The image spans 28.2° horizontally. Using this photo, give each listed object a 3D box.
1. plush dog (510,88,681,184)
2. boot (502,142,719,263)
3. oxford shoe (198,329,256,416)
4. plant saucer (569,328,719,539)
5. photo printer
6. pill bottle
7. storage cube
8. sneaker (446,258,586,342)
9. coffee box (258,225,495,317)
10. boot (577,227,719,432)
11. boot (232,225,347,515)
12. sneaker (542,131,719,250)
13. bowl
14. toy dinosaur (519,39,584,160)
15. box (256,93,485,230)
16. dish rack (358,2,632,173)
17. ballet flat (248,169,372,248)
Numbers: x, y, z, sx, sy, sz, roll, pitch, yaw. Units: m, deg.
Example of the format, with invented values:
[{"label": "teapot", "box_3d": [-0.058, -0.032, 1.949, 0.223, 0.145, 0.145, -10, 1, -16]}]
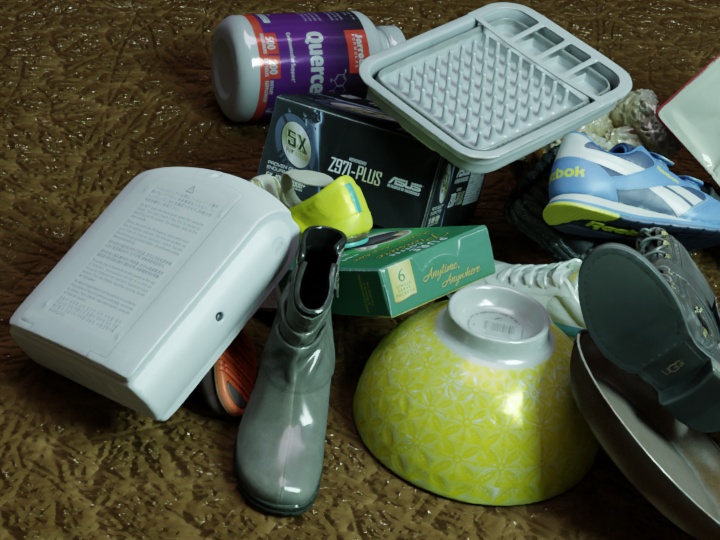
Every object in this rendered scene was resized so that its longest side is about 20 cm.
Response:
[{"label": "plush dog", "box_3d": [0.206, -0.105, 1.414, 0.200, 0.160, 0.172, 27, 43, -18]}, {"label": "boot", "box_3d": [0.234, -0.062, 1.310, 0.158, 0.079, 0.211, 46, 47, -2]}, {"label": "oxford shoe", "box_3d": [-0.135, 0.049, 1.159, 0.072, 0.071, 0.200, -27, 43, 6]}, {"label": "plant saucer", "box_3d": [0.219, 0.128, 1.053, 0.200, 0.032, 0.200, 40, 19, -17]}, {"label": "photo printer", "box_3d": [-0.152, 0.006, 1.103, 0.166, 0.069, 0.200, 18, 60, 39]}, {"label": "pill bottle", "box_3d": [-0.053, -0.221, 1.540, 0.200, 0.113, 0.112, -7, 35, -23]}, {"label": "storage cube", "box_3d": [0.419, -0.145, 1.373, 0.171, 0.200, 0.180, 54, 27, 12]}, {"label": "sneaker", "box_3d": [0.164, 0.023, 1.239, 0.200, 0.081, 0.076, 24, 37, 25]}, {"label": "coffee box", "box_3d": [0.000, 0.000, 1.189, 0.123, 0.044, 0.200, -22, 14, -39]}, {"label": "boot", "box_3d": [0.231, 0.019, 1.124, 0.069, 0.200, 0.174, -29, 27, 23]}, {"label": "boot", "box_3d": [-0.049, 0.067, 1.052, 0.068, 0.131, 0.200, 9, 44, -4]}, {"label": "sneaker", "box_3d": [0.248, -0.066, 1.226, 0.200, 0.074, 0.082, 12, 69, -26]}, {"label": "bowl", "box_3d": [0.099, 0.077, 1.114, 0.200, 0.108, 0.200, 7, 32, -4]}, {"label": "toy dinosaur", "box_3d": [0.123, -0.152, 1.326, 0.200, 0.058, 0.101, -17, 49, -9]}, {"label": "box", "box_3d": [0.019, -0.103, 1.339, 0.164, 0.086, 0.200, 19, 13, 16]}, {"label": "dish rack", "box_3d": [0.115, -0.155, 1.245, 0.200, 0.044, 0.172, -27, 52, -30]}, {"label": "ballet flat", "box_3d": [-0.066, -0.052, 1.233, 0.067, 0.067, 0.200, -23, 14, -40]}]
